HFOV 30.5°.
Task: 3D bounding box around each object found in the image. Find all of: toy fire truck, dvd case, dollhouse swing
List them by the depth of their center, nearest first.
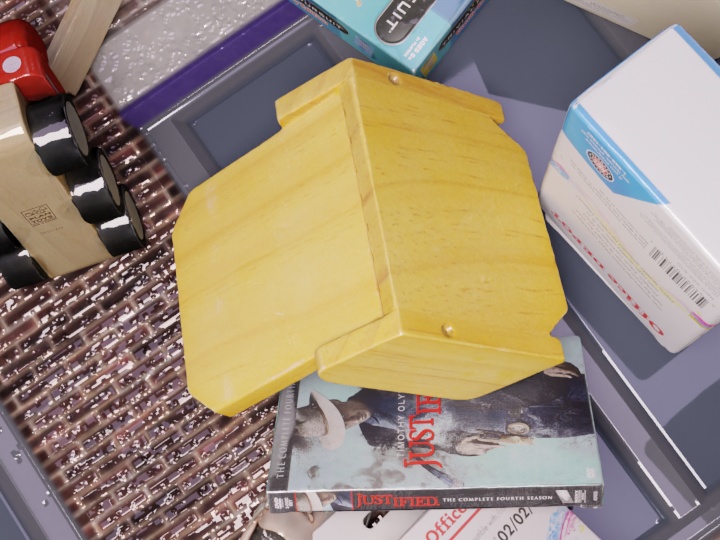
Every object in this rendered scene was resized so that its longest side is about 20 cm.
[{"bbox_3d":[0.046,0.095,0.834,0.200,0.022,0.146,-3,34,5],"label":"dvd case"},{"bbox_3d":[0.000,0.000,0.867,0.182,0.176,0.200,11,53,-34],"label":"dollhouse swing"},{"bbox_3d":[-0.211,-0.117,0.872,0.129,0.176,0.200,-19,64,1],"label":"toy fire truck"}]

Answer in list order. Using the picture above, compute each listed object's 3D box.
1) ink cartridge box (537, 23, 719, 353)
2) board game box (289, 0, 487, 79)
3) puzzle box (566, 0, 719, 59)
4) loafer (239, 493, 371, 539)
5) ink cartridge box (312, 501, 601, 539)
[{"bbox_3d":[0.192,-0.040,0.808,0.085,0.200,0.145,-39,79,-8],"label":"ink cartridge box"},{"bbox_3d":[0.005,-0.247,0.938,0.200,0.047,0.151,37,84,10],"label":"board game box"},{"bbox_3d":[0.167,-0.194,0.847,0.200,0.133,0.025,22,86,-9],"label":"puzzle box"},{"bbox_3d":[-0.051,0.187,0.848,0.072,0.063,0.200,32,83,9],"label":"loafer"},{"bbox_3d":[0.082,0.190,0.810,0.200,0.068,0.115,43,50,10],"label":"ink cartridge box"}]
